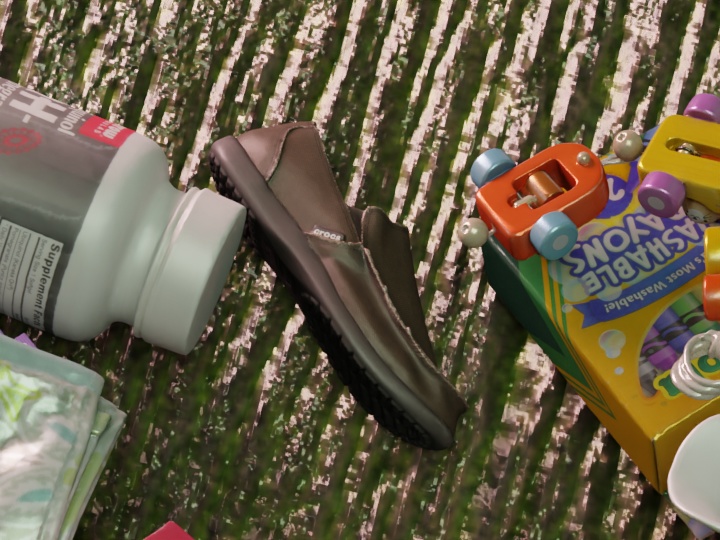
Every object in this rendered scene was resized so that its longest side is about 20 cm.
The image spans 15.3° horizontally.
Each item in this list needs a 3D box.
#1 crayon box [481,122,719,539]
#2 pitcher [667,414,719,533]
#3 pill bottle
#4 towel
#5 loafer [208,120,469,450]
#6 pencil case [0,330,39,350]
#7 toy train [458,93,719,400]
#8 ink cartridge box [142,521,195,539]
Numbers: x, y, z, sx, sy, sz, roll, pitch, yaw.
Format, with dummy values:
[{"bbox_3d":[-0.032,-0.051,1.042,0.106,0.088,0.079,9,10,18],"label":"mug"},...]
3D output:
[{"bbox_3d":[0.163,0.024,1.343,0.125,0.052,0.200,-29,52,-11],"label":"crayon box"},{"bbox_3d":[0.243,0.165,1.255,0.171,0.201,0.122,1,39,23],"label":"pitcher"},{"bbox_3d":[-0.164,-0.031,1.350,0.199,0.111,0.111,22,73,3],"label":"pill bottle"},{"bbox_3d":[-0.225,0.095,1.234,0.199,0.048,0.172,22,61,-3],"label":"towel"},{"bbox_3d":[0.000,0.000,1.369,0.071,0.073,0.200,-32,78,-11],"label":"loafer"},{"bbox_3d":[-0.241,0.105,1.318,0.200,0.086,0.084,-40,79,-14],"label":"pencil case"},{"bbox_3d":[0.150,-0.007,1.305,0.150,0.056,0.200,-34,50,-14],"label":"toy train"},{"bbox_3d":[-0.062,0.237,1.194,0.200,0.084,0.145,39,110,9],"label":"ink cartridge box"}]
